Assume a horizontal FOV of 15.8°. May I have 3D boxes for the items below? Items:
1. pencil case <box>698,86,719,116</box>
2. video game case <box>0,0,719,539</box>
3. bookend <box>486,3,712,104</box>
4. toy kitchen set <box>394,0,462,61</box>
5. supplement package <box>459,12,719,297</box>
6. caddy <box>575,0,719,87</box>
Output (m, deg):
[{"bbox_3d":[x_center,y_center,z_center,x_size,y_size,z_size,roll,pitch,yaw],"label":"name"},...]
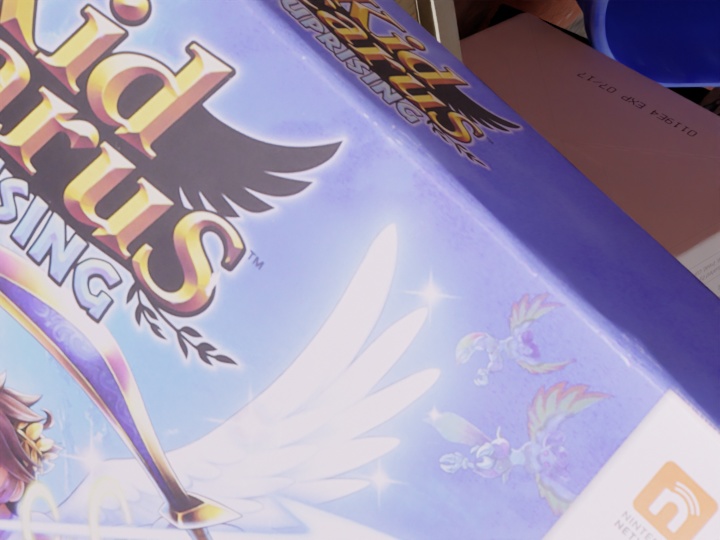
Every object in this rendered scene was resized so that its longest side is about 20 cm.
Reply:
[{"bbox_3d":[0.150,-0.040,0.900,0.089,0.078,0.200,-26,-169,45],"label":"pencil case"},{"bbox_3d":[-0.039,0.031,0.483,0.182,0.200,0.045,-53,167,26],"label":"video game case"},{"bbox_3d":[0.099,0.025,1.021,0.200,0.198,0.093,123,-15,-46],"label":"bookend"},{"bbox_3d":[0.058,-0.055,0.558,0.163,0.181,0.200,-42,-179,-36],"label":"toy kitchen set"},{"bbox_3d":[0.040,0.048,0.765,0.109,0.113,0.201,-27,137,-43],"label":"supplement package"},{"bbox_3d":[0.140,-0.122,0.797,0.199,0.105,0.142,-4,142,-43],"label":"caddy"}]
